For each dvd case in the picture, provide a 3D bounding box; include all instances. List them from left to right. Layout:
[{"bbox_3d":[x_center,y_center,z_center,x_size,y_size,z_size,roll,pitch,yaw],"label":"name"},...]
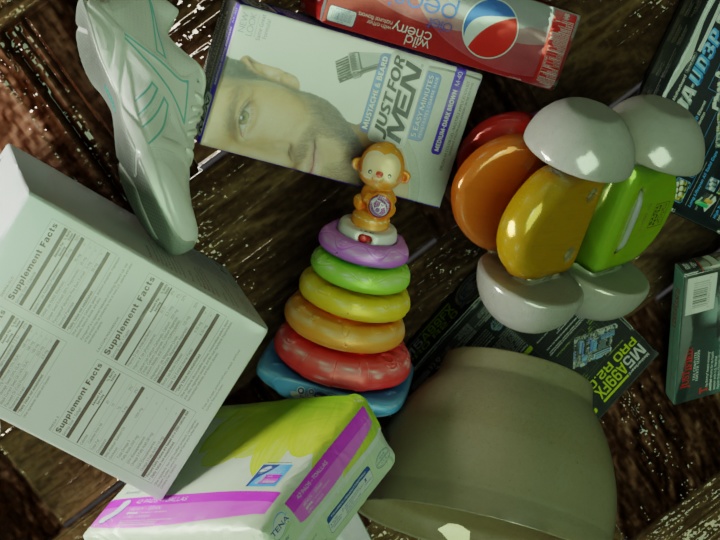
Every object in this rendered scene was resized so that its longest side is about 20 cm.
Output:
[{"bbox_3d":[0.351,0.030,1.562,0.198,0.022,0.147,-16,131,-13],"label":"dvd case"}]

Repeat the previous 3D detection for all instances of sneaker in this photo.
[{"bbox_3d":[-0.141,-0.111,1.337,0.080,0.070,0.202,-13,77,-21],"label":"sneaker"}]

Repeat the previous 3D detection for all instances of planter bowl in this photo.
[{"bbox_3d":[0.106,0.139,1.423,0.199,0.200,0.136,20,72,-21],"label":"planter bowl"}]

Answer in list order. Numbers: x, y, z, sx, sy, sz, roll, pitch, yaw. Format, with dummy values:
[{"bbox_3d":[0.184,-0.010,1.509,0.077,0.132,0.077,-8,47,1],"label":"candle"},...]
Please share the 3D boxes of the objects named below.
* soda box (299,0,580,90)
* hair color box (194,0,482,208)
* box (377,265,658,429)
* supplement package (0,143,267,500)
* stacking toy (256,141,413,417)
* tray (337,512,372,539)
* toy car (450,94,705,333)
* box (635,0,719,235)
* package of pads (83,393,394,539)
[{"bbox_3d":[0.059,-0.194,1.408,0.198,0.070,0.064,15,101,-20],"label":"soda box"},{"bbox_3d":[-0.020,-0.127,1.408,0.198,0.065,0.110,14,103,-18],"label":"hair color box"},{"bbox_3d":[0.121,0.086,1.523,0.160,0.044,0.200,42,91,-24],"label":"box"},{"bbox_3d":[-0.201,0.035,1.352,0.199,0.152,0.151,30,96,-22],"label":"supplement package"},{"bbox_3d":[0.000,0.000,1.400,0.115,0.110,0.202,16,110,5],"label":"stacking toy"},{"bbox_3d":[-0.051,0.218,1.522,0.107,0.022,0.201,-28,112,-6],"label":"tray"},{"bbox_3d":[0.150,-0.059,1.408,0.199,0.150,0.176,-8,125,-45],"label":"toy car"},{"bbox_3d":[0.305,-0.132,1.513,0.158,0.046,0.201,21,99,-21],"label":"box"},{"bbox_3d":[-0.087,0.160,1.357,0.155,0.199,0.069,-49,119,-41],"label":"package of pads"}]
